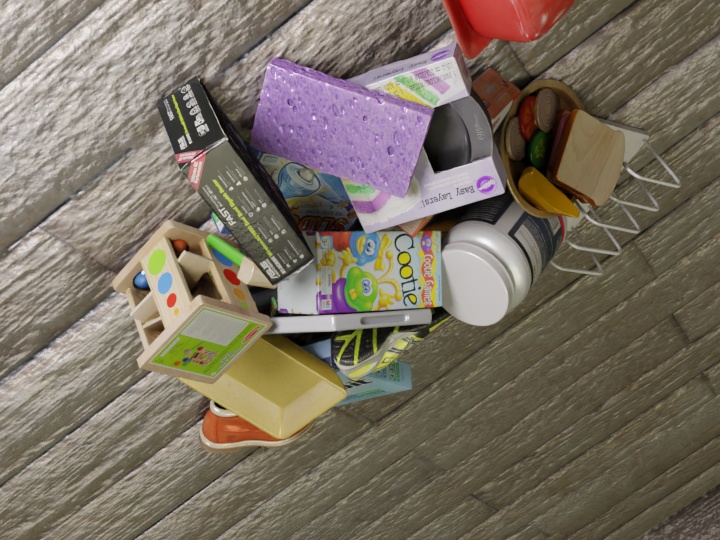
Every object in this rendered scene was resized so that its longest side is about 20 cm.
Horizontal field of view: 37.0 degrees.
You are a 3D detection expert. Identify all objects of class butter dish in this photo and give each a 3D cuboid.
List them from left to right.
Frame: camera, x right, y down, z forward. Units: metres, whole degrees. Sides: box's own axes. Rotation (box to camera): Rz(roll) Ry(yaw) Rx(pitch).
[{"bbox_3d":[0.190,-0.336,1.159,0.201,0.147,0.200,-52,147,-11],"label":"butter dish"}]

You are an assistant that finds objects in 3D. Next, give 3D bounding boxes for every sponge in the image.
[{"bbox_3d":[-0.024,-0.165,1.251,0.197,0.030,0.113,19,124,2],"label":"sponge"}]

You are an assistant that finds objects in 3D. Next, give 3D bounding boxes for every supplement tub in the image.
[{"bbox_3d":[0.194,-0.031,1.510,0.200,0.139,0.141,-47,161,-41],"label":"supplement tub"}]

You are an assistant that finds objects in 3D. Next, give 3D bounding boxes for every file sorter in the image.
[{"bbox_3d":[0.354,-0.104,1.610,0.137,0.125,0.201,7,132,-39],"label":"file sorter"}]

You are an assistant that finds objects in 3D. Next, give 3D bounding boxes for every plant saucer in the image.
[{"bbox_3d":[-0.140,0.147,1.553,0.199,0.049,0.200,34,139,-16],"label":"plant saucer"}]

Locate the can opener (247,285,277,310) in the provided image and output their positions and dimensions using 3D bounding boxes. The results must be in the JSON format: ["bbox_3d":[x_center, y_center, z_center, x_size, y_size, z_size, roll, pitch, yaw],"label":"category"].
[{"bbox_3d":[-0.085,0.003,1.492,0.197,0.054,0.067,-20,161,-13],"label":"can opener"}]

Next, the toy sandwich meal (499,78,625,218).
[{"bbox_3d":[0.271,-0.160,1.451,0.203,0.070,0.209,-5,97,-39],"label":"toy sandwich meal"}]

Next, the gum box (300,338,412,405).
[{"bbox_3d":[-0.045,0.162,1.667,0.168,0.045,0.199,-17,156,36],"label":"gum box"}]

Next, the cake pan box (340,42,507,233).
[{"bbox_3d":[0.062,-0.154,1.286,0.197,0.053,0.186,-14,120,19],"label":"cake pan box"}]

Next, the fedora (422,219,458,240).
[{"bbox_3d":[0.124,0.013,1.628,0.198,0.082,0.202,-19,144,-14],"label":"fedora"}]

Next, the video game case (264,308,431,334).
[{"bbox_3d":[-0.037,0.068,1.417,0.181,0.023,0.198,-1,178,-44],"label":"video game case"}]

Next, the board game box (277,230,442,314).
[{"bbox_3d":[0.000,0.000,1.416,0.198,0.107,0.102,-2,-179,-35],"label":"board game box"}]

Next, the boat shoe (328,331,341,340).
[{"bbox_3d":[0.012,0.065,1.622,0.070,0.073,0.201,8,143,-19],"label":"boat shoe"}]

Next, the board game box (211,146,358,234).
[{"bbox_3d":[-0.078,-0.099,1.394,0.198,0.035,0.136,4,133,-38],"label":"board game box"}]

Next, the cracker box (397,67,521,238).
[{"bbox_3d":[0.118,-0.152,1.389,0.201,0.057,0.134,-58,174,33],"label":"cracker box"}]

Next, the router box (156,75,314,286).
[{"bbox_3d":[-0.141,-0.100,1.211,0.062,0.150,0.201,-32,129,3],"label":"router box"}]

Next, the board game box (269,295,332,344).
[{"bbox_3d":[-0.081,0.066,1.555,0.103,0.024,0.200,-21,162,-13],"label":"board game box"}]

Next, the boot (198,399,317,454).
[{"bbox_3d":[-0.155,0.226,1.712,0.197,0.075,0.108,-8,135,-25],"label":"boot"}]

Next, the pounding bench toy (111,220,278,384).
[{"bbox_3d":[-0.192,0.011,1.343,0.200,0.157,0.123,-44,143,22],"label":"pounding bench toy"}]

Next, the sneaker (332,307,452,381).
[{"bbox_3d":[0.049,0.088,1.555,0.198,0.076,0.077,-27,146,-11],"label":"sneaker"}]
